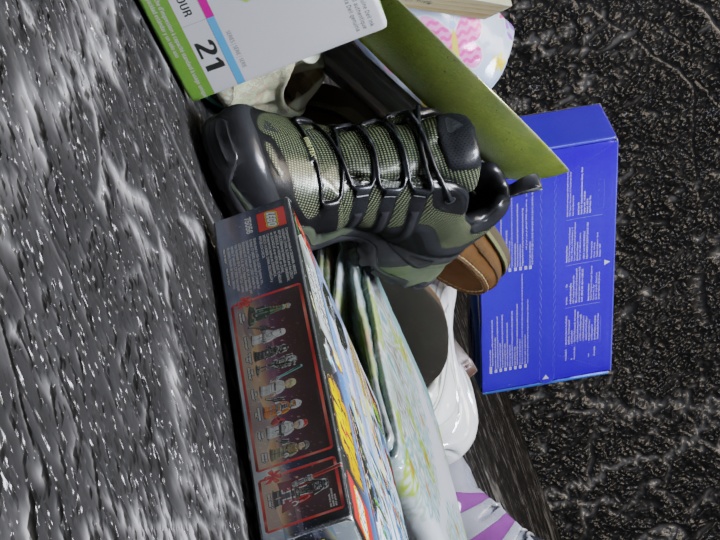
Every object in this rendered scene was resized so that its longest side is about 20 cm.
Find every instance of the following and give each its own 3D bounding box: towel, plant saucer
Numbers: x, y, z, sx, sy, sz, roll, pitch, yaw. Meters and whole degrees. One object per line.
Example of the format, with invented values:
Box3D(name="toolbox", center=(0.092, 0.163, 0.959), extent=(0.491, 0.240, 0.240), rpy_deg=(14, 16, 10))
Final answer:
Box3D(name="towel", center=(0.014, 0.098, 1.107), extent=(0.172, 0.048, 0.200), rpy_deg=(-100, 170, -45))
Box3D(name="plant saucer", center=(0.033, -0.114, 1.130), extent=(0.200, 0.031, 0.200), rpy_deg=(44, 4, -4))

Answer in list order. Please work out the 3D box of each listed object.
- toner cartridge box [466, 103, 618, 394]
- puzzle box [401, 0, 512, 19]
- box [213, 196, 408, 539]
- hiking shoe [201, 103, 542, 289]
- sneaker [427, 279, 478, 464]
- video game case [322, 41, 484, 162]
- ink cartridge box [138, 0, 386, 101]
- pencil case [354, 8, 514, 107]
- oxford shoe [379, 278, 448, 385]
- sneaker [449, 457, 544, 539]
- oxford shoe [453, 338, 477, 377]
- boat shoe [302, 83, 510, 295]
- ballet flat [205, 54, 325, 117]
Box3D(name="toner cartridge box", center=(0.119, -0.011, 1.373), extent=(0.043, 0.095, 0.201), rpy_deg=(-106, -170, -51))
Box3D(name="puzzle box", center=(0.013, -0.229, 1.280), extent=(0.200, 0.025, 0.134), rpy_deg=(0, 72, -52))
Box3D(name="box", center=(-0.014, 0.083, 0.879), extent=(0.200, 0.040, 0.137), rpy_deg=(-103, 173, -51))
Box3D(name="hiking shoe", center=(0.005, -0.055, 1.028), extent=(0.200, 0.101, 0.076), rpy_deg=(17, 45, -53))
Box3D(name="sneaker", center=(0.023, 0.022, 1.321), extent=(0.099, 0.078, 0.201), rpy_deg=(52, 18, -64))
Box3D(name="video game case", center=(-0.001, -0.118, 1.268), extent=(0.182, 0.022, 0.200), rpy_deg=(41, 3, -11))
Box3D(name="ink cartridge box", center=(-0.015, -0.183, 0.949), extent=(0.148, 0.199, 0.076), rpy_deg=(64, 8, -50))
Box3D(name="pencil case", center=(0.012, -0.186, 1.353), extent=(0.200, 0.091, 0.083), rpy_deg=(40, 7, -30))
Box3D(name="oxford shoe", center=(0.000, 0.000, 1.190), extent=(0.200, 0.071, 0.071), rpy_deg=(63, 5, -47))
Box3D(name="sneaker", center=(0.123, 0.192, 1.364), extent=(0.078, 0.139, 0.201), rpy_deg=(58, 14, -66))
Box3D(name="oxford shoe", center=(0.028, 0.001, 1.450), extent=(0.071, 0.073, 0.201), rpy_deg=(61, 11, -66))
Box3D(name="boat shoe", center=(0.013, -0.031, 1.262), extent=(0.200, 0.072, 0.068), rpy_deg=(38, 62, -34))
Box3D(name="ballet flat", center=(-0.046, -0.107, 1.114), extent=(0.200, 0.062, 0.068), rpy_deg=(-30, 101, -85))
